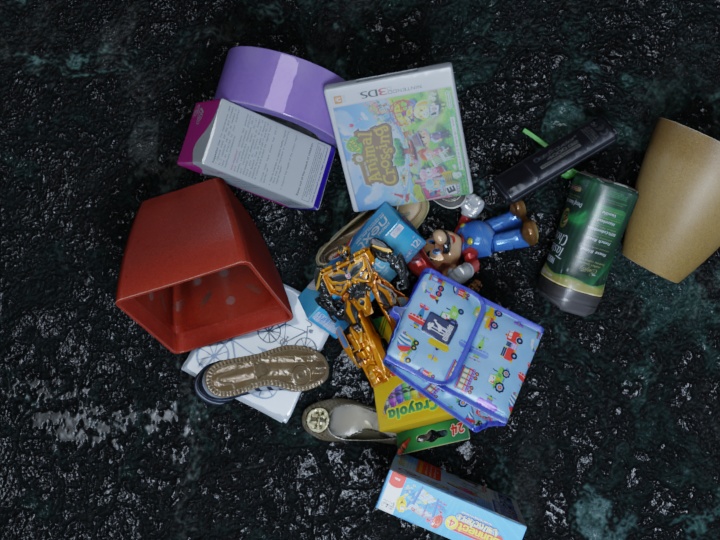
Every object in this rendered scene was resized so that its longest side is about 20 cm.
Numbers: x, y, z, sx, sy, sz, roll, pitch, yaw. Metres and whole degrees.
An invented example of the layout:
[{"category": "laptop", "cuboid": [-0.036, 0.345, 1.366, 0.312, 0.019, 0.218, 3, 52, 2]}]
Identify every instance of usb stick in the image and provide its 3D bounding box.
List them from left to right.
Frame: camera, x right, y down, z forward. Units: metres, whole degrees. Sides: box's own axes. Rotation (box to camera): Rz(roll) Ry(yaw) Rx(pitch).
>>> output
[{"category": "usb stick", "cuboid": [0.291, -0.165, 1.417, 0.199, 0.033, 0.056, -31, 55, -2]}]

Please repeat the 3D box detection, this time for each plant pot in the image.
[{"category": "plant pot", "cuboid": [-0.233, -0.016, 1.395, 0.199, 0.200, 0.177, -17, 61, 8]}, {"category": "plant pot", "cuboid": [0.469, -0.091, 1.371, 0.186, 0.186, 0.201, 28, 103, 7]}]

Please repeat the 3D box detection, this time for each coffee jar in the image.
[{"category": "coffee jar", "cuboid": [0.327, -0.038, 1.383, 0.085, 0.104, 0.201, 15, 100, -12]}]

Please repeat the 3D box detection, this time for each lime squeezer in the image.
[{"category": "lime squeezer", "cuboid": [0.312, -0.134, 1.451, 0.070, 0.038, 0.201, -21, 83, 35]}]

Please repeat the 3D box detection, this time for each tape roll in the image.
[{"category": "tape roll", "cuboid": [-0.113, -0.255, 1.409, 0.199, 0.200, 0.085, 17, 86, 6]}]

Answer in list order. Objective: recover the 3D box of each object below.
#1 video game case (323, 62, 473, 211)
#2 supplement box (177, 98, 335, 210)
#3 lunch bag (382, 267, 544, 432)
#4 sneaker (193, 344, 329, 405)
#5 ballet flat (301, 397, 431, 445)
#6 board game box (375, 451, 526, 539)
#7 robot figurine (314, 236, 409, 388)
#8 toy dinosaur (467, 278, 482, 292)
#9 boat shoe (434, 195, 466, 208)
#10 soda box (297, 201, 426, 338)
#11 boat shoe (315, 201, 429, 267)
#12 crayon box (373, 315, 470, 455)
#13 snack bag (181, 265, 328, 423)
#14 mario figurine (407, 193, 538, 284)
[{"category": "video game case", "cuboid": [0.057, -0.186, 1.353, 0.181, 0.022, 0.201, -8, 122, 10]}, {"category": "supplement box", "cuboid": [-0.154, -0.169, 1.405, 0.199, 0.101, 0.104, 19, 85, -33]}, {"category": "lunch bag", "cuboid": [0.124, 0.101, 1.283, 0.199, 0.094, 0.151, 31, 66, -10]}, {"category": "sneaker", "cuboid": [-0.154, 0.158, 1.424, 0.199, 0.108, 0.071, -4, 78, -29]}, {"category": "ballet flat", "cuboid": [0.008, 0.233, 1.430, 0.199, 0.046, 0.068, 8, 85, 6]}, {"category": "board game box", "cuboid": [0.127, 0.329, 1.335, 0.195, 0.200, 0.056, 21, 88, 7]}, {"category": "robot figurine", "cuboid": [0.017, 0.055, 1.326, 0.144, 0.058, 0.201, -27, 92, 17]}, {"category": "toy dinosaur", "cuboid": [0.138, 0.115, 1.412, 0.135, 0.102, 0.201, 21, 109, 23]}, {"category": "boat shoe", "cuboid": [0.097, -0.184, 1.434, 0.067, 0.057, 0.201, -28, 69, 3]}, {"category": "soda box", "cuboid": [0.000, 0.000, 1.400, 0.200, 0.068, 0.064, -46, 123, 9]}, {"category": "boat shoe", "cuboid": [0.020, -0.058, 1.448, 0.200, 0.063, 0.073, -37, 83, 1]}, {"category": "crayon box", "cuboid": [0.081, 0.156, 1.372, 0.126, 0.051, 0.201, -20, 67, 30]}, {"category": "snack bag", "cuboid": [-0.154, 0.107, 1.469, 0.188, 0.021, 0.201, 26, 84, 6]}, {"category": "mario figurine", "cuboid": [0.160, -0.049, 1.409, 0.199, 0.123, 0.107, -21, 104, -2]}]
